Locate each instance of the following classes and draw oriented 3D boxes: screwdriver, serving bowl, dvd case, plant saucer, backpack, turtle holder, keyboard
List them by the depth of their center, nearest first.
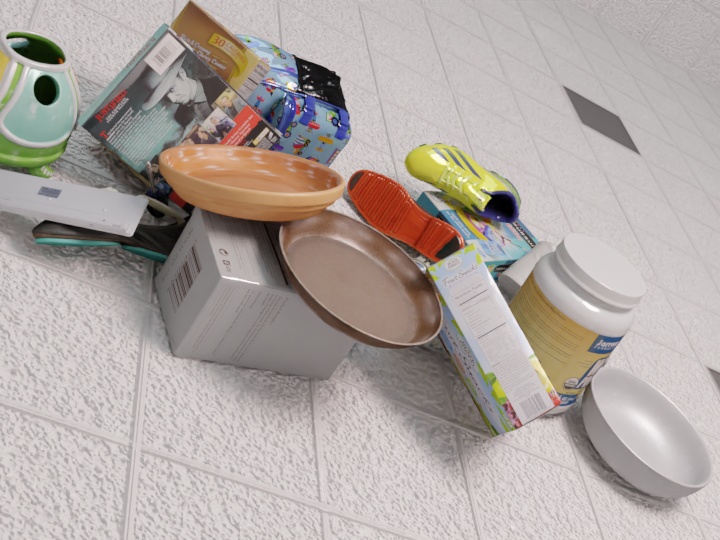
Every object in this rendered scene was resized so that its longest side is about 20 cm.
[{"bbox_3d":[-0.317,-0.073,1.086,0.197,0.011,0.057,12,40,4],"label":"keyboard"},{"bbox_3d":[-0.004,0.012,1.124,0.198,0.032,0.201,27,31,-18],"label":"plant saucer"},{"bbox_3d":[-0.116,-0.092,1.137,0.197,0.038,0.200,9,17,-3],"label":"plant saucer"},{"bbox_3d":[-0.387,-0.191,1.144,0.184,0.132,0.142,19,33,-28],"label":"turtle holder"},{"bbox_3d":[-0.222,-0.093,1.162,0.028,0.200,0.029,29,73,-1],"label":"screwdriver"},{"bbox_3d":[-0.199,-0.160,1.217,0.200,0.146,0.022,41,3,-42],"label":"dvd case"},{"bbox_3d":[-0.133,-0.196,1.371,0.198,0.183,0.136,19,39,-38],"label":"backpack"},{"bbox_3d":[0.368,0.224,1.424,0.198,0.066,0.201,26,30,-16],"label":"serving bowl"}]

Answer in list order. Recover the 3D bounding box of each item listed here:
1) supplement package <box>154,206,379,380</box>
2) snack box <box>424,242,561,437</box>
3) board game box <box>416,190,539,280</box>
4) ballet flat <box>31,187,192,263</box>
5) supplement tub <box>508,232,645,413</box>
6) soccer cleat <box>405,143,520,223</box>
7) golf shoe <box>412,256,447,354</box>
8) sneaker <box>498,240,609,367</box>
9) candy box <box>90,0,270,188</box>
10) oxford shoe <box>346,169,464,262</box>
[{"bbox_3d":[-0.101,0.026,1.153,0.198,0.117,0.118,14,35,-35],"label":"supplement package"},{"bbox_3d":[0.142,0.085,1.239,0.202,0.067,0.169,60,-7,8],"label":"snack box"},{"bbox_3d":[0.187,-0.055,1.656,0.199,0.047,0.151,-4,48,-49],"label":"board game box"},{"bbox_3d":[-0.255,-0.049,1.142,0.067,0.070,0.198,0,-8,44],"label":"ballet flat"},{"bbox_3d":[0.262,0.068,1.389,0.143,0.201,0.145,22,30,-14],"label":"supplement tub"},{"bbox_3d":[0.158,-0.128,1.601,0.198,0.065,0.084,21,33,-24],"label":"soccer cleat"},{"bbox_3d":[0.096,0.080,1.359,0.097,0.079,0.200,-31,65,-38],"label":"golf shoe"},{"bbox_3d":[0.312,0.040,1.580,0.115,0.074,0.200,-40,75,-23],"label":"sneaker"},{"bbox_3d":[-0.213,-0.201,1.275,0.115,0.201,0.055,40,7,8],"label":"candy box"},{"bbox_3d":[0.064,-0.071,1.546,0.199,0.071,0.073,39,0,12],"label":"oxford shoe"}]
